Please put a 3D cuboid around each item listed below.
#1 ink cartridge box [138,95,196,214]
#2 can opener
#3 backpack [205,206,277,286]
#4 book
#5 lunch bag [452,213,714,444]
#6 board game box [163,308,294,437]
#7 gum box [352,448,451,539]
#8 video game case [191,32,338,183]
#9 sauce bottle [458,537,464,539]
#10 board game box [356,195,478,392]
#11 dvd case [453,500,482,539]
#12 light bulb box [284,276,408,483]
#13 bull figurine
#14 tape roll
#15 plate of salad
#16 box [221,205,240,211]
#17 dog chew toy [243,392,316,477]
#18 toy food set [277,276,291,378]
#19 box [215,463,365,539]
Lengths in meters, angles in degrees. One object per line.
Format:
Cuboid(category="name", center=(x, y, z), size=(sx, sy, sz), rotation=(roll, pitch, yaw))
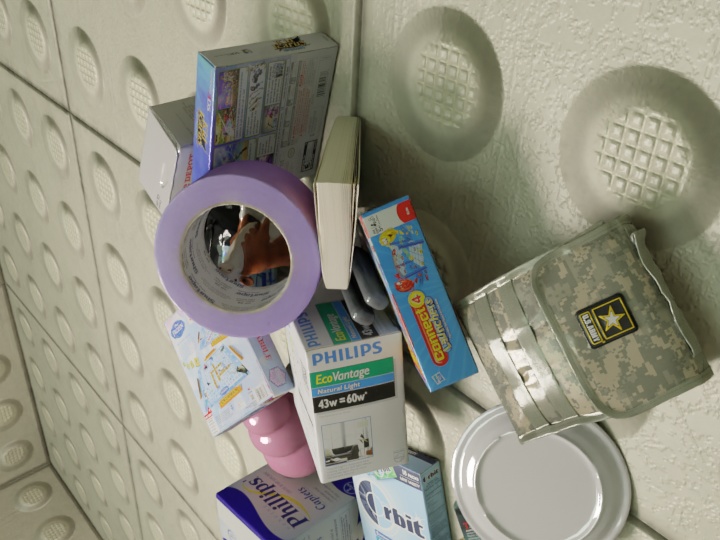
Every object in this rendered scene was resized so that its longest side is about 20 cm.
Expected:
Cuboid(category="ink cartridge box", center=(-0.198, -0.173, 1.014), size=(0.086, 0.199, 0.148), rotation=(52, 142, 19))
Cuboid(category="can opener", center=(0.000, 0.000, 0.925), size=(0.053, 0.066, 0.200), rotation=(-51, 26, 17))
Cuboid(category="backpack", center=(-0.197, 0.013, 1.166), size=(0.163, 0.153, 0.202), rotation=(34, 113, 62))
Cuboid(category="book", center=(-0.023, -0.087, 0.869), size=(0.201, 0.048, 0.135), rotation=(-86, -2, -58))
Cuboid(category="lunch bag", center=(0.211, 0.058, 0.694), size=(0.200, 0.117, 0.165), rotation=(-36, 77, 49))
Cuboid(category="board game box", center=(-0.203, 0.124, 1.083), size=(0.200, 0.041, 0.201), rotation=(-37, 75, 44))
Cuboid(category="gum box", center=(0.060, 0.361, 1.115), size=(0.169, 0.044, 0.202), rotation=(12, 118, 48))
Cuboid(category="video game case", center=(-0.126, -0.193, 0.927), size=(0.045, 0.180, 0.201), rotation=(43, 138, 29))
Cuboid(category="sauce bottle", center=(0.140, 0.404, 0.990), size=(0.066, 0.066, 0.200), rotation=(55, 129, 15))
Cuboid(category="board game box", center=(0.058, 0.021, 0.831), size=(0.200, 0.055, 0.197), rotation=(-119, 7, -88))
Cuboid(category="dvd case", center=(0.211, 0.364, 0.883), size=(0.145, 0.022, 0.202), rotation=(-17, 98, 22))
Cuboid(category="light bulb box", center=(-0.026, 0.135, 0.974), size=(0.198, 0.124, 0.202), rotation=(-125, 27, -61))
Cuboid(category="bull figurine", center=(-0.133, -0.044, 1.017), size=(0.065, 0.199, 0.122), rotation=(24, 111, 28))
Cuboid(category="tape roll", center=(-0.140, -0.026, 0.876), size=(0.198, 0.085, 0.202), rotation=(3, 110, 7))
Cuboid(category="plate of salad", center=(0.203, 0.240, 0.825), size=(0.198, 0.048, 0.202), rotation=(4, 102, 19))
Cuboid(category="box", center=(-0.264, -0.053, 1.300), size=(0.160, 0.044, 0.202), rotation=(16, 122, 46))
Cuboid(category="dog chew toy", center=(-0.126, 0.256, 1.183), size=(0.124, 0.125, 0.200), rotation=(28, 160, 41))
Cuboid(category="toy food set", center=(-0.077, 0.121, 1.143), size=(0.143, 0.060, 0.202), rotation=(26, 128, 42))
Cuboid(category="box", center=(-0.112, 0.416, 1.232), size=(0.183, 0.199, 0.106), rotation=(22, 125, 44))
